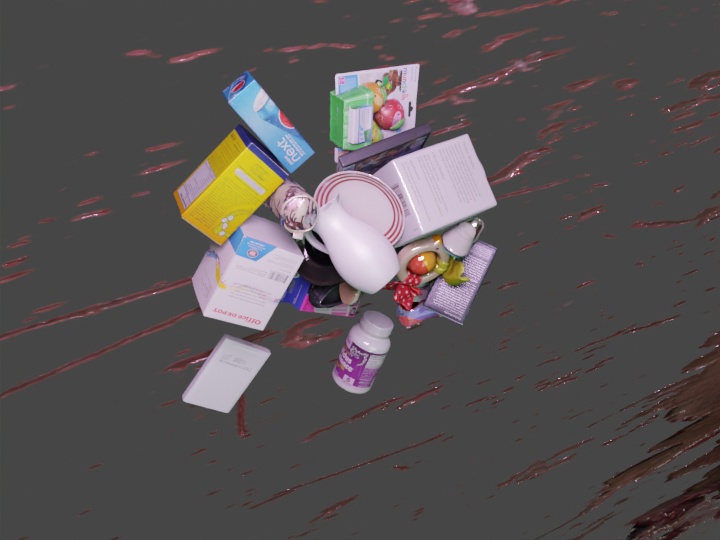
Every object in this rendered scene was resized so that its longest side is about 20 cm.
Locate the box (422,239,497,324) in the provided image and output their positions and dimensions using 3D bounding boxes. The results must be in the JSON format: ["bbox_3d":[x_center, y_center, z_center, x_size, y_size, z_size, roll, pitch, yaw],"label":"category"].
[{"bbox_3d":[0.243,0.020,1.610,0.107,0.148,0.200,26,92,9],"label":"box"}]

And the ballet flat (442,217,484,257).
[{"bbox_3d":[0.229,-0.082,1.441,0.070,0.069,0.200,-65,167,21],"label":"ballet flat"}]

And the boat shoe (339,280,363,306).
[{"bbox_3d":[0.000,0.000,1.507,0.072,0.200,0.065,-26,133,33],"label":"boat shoe"}]

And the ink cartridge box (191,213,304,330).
[{"bbox_3d":[-0.245,-0.002,1.411,0.147,0.145,0.200,20,111,-34],"label":"ink cartridge box"}]

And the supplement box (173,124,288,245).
[{"bbox_3d":[-0.260,-0.171,1.316,0.200,0.109,0.109,-44,128,7],"label":"supplement box"}]

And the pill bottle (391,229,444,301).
[{"bbox_3d":[0.133,-0.032,1.591,0.116,0.116,0.200,-8,124,-21],"label":"pill bottle"}]

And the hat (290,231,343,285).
[{"bbox_3d":[-0.066,-0.068,1.488,0.200,0.081,0.201,2,99,15],"label":"hat"}]

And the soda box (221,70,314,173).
[{"bbox_3d":[-0.180,-0.291,1.304,0.068,0.064,0.200,-40,130,3],"label":"soda box"}]

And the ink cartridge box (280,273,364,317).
[{"bbox_3d":[-0.089,0.056,1.597,0.200,0.037,0.095,10,115,-28],"label":"ink cartridge box"}]

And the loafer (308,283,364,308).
[{"bbox_3d":[-0.024,0.041,1.554,0.200,0.070,0.068,-22,115,-22],"label":"loafer"}]

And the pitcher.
[{"bbox_3d":[-0.025,-0.044,1.368,0.200,0.172,0.121,47,61,-5],"label":"pitcher"}]

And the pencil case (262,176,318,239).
[{"bbox_3d":[-0.151,-0.138,1.337,0.078,0.200,0.090,16,105,-29],"label":"pencil case"}]

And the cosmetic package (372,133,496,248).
[{"bbox_3d":[0.146,-0.166,1.419,0.200,0.166,0.168,-22,89,-24],"label":"cosmetic package"}]

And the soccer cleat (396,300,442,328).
[{"bbox_3d":[0.187,0.083,1.730,0.200,0.067,0.077,-22,123,-8],"label":"soccer cleat"}]

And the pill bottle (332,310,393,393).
[{"bbox_3d":[0.010,0.207,1.693,0.112,0.112,0.200,9,116,-30],"label":"pill bottle"}]

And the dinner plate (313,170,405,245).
[{"bbox_3d":[-0.002,-0.123,1.373,0.200,0.024,0.200,12,132,14],"label":"dinner plate"}]

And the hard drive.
[{"bbox_3d":[-0.328,0.255,1.618,0.132,0.027,0.200,26,107,-36],"label":"hard drive"}]

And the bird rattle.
[{"bbox_3d":[0.133,-0.011,1.472,0.200,0.113,0.163,-18,139,8],"label":"bird rattle"}]

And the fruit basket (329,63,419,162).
[{"bbox_3d":[0.037,-0.324,1.369,0.200,0.094,0.186,-12,125,-22],"label":"fruit basket"}]

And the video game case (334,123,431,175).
[{"bbox_3d":[0.040,-0.234,1.396,0.200,0.026,0.181,-23,173,-10],"label":"video game case"}]
